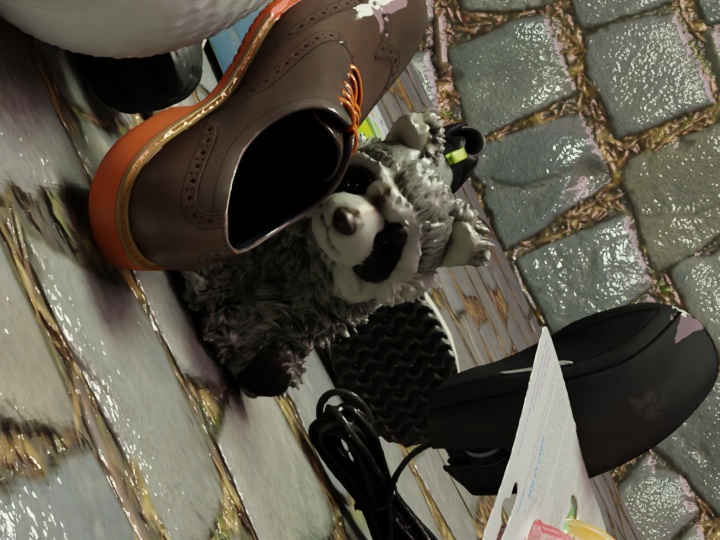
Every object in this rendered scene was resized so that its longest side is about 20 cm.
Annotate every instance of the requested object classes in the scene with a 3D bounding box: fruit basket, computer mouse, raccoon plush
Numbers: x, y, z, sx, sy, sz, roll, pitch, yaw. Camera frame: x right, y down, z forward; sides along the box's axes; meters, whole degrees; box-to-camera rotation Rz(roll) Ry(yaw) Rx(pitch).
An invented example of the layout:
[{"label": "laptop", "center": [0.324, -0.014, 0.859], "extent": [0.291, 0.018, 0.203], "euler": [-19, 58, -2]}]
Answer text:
[{"label": "fruit basket", "center": [0.074, 0.158, 1.067], "extent": [0.201, 0.093, 0.186], "euler": [65, 33, -42]}, {"label": "computer mouse", "center": [0.085, 0.100, 1.154], "extent": [0.046, 0.199, 0.141], "euler": [-90, 161, -58]}, {"label": "raccoon plush", "center": [-0.011, -0.025, 1.091], "extent": [0.097, 0.133, 0.200], "euler": [61, 8, -14]}]

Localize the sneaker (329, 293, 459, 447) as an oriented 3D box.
[{"label": "sneaker", "center": [-0.001, 0.000, 1.339], "extent": [0.200, 0.070, 0.093], "euler": [59, 14, -17]}]

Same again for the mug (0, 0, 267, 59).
[{"label": "mug", "center": [-0.085, -0.180, 0.924], "extent": [0.175, 0.147, 0.201], "euler": [-58, 165, -74]}]

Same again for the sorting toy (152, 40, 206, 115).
[{"label": "sorting toy", "center": [-0.108, -0.171, 1.180], "extent": [0.181, 0.106, 0.200], "euler": [-81, 149, -44]}]

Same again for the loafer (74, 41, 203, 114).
[{"label": "loafer", "center": [-0.120, -0.167, 1.064], "extent": [0.070, 0.068, 0.202], "euler": [-48, 119, -74]}]

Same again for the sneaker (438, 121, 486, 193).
[{"label": "sneaker", "center": [0.084, -0.101, 2.264], "extent": [0.072, 0.082, 0.200], "euler": [63, 7, -6]}]

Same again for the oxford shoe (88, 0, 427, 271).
[{"label": "oxford shoe", "center": [-0.021, -0.059, 0.967], "extent": [0.200, 0.072, 0.071], "euler": [-47, 131, -37]}]

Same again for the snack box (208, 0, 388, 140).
[{"label": "snack box", "center": [-0.026, -0.093, 1.504], "extent": [0.169, 0.067, 0.200], "euler": [66, 6, 20]}]
